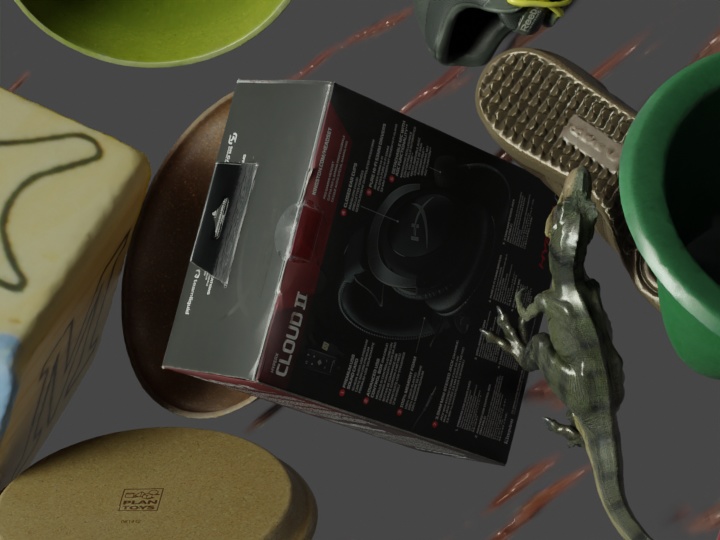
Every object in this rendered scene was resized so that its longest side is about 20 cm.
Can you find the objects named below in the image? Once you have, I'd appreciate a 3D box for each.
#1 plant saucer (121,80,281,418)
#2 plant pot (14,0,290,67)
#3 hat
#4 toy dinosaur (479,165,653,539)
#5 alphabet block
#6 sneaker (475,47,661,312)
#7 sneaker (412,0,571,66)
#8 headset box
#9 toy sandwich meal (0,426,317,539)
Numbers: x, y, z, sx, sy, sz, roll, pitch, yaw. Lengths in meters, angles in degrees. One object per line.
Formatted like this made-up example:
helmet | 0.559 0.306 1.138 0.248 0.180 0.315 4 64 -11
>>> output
plant saucer | -0.062 -0.009 1.418 0.200 0.037 0.201 -21 60 42
plant pot | -0.128 -0.257 1.510 0.187 0.187 0.200 -44 31 27
hat | 0.170 0.024 1.115 0.166 0.200 0.176 36 146 12
toy dinosaur | 0.103 0.053 1.162 0.088 0.047 0.200 2 109 69
alphabet block | -0.257 0.018 1.412 0.200 0.195 0.197 -62 -3 -48
sneaker | 0.142 -0.036 1.187 0.070 0.076 0.200 -47 66 10
sneaker | 0.100 -0.170 1.289 0.200 0.074 0.085 -32 58 47
headset box | 0.000 0.000 1.218 0.077 0.200 0.149 5 79 48
toy sandwich meal | -0.119 0.152 1.337 0.205 0.205 0.070 30 132 50
